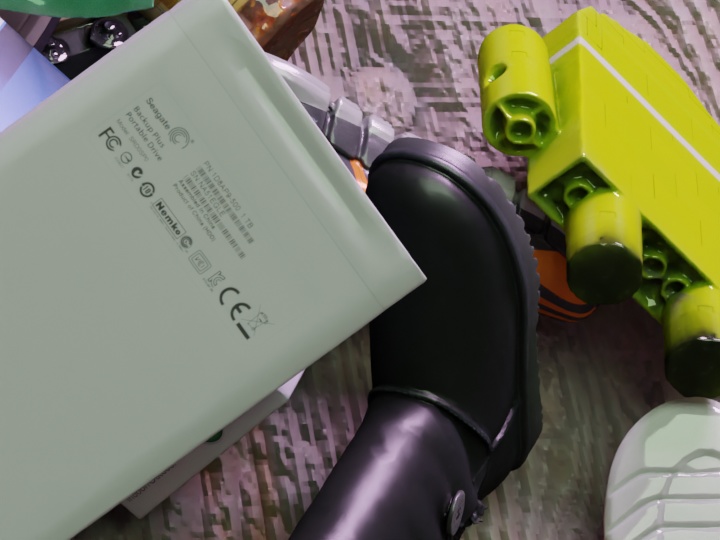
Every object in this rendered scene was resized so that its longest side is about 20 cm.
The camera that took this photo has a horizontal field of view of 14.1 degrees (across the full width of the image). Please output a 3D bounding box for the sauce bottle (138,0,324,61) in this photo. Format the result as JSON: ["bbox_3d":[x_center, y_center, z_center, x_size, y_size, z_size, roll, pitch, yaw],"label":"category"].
[{"bbox_3d":[-0.105,-0.161,1.256,0.200,0.066,0.066,41,57,8],"label":"sauce bottle"}]

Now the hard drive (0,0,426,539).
[{"bbox_3d":[-0.095,0.008,1.041,0.200,0.027,0.132,-36,101,1],"label":"hard drive"}]

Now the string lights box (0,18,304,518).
[{"bbox_3d":[-0.120,-0.008,1.103,0.200,0.103,0.059,41,39,-11],"label":"string lights box"}]

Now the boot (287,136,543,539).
[{"bbox_3d":[0.001,0.072,1.085,0.065,0.165,0.200,7,42,31],"label":"boot"}]

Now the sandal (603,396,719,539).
[{"bbox_3d":[0.147,0.152,1.170,0.082,0.050,0.203,-15,79,-10],"label":"sandal"}]

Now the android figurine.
[{"bbox_3d":[0.118,-0.035,1.224,0.182,0.041,0.200,41,26,-25],"label":"android figurine"}]

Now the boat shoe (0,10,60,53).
[{"bbox_3d":[-0.128,-0.124,1.178,0.072,0.063,0.200,16,73,31],"label":"boat shoe"}]

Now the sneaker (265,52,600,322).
[{"bbox_3d":[0.000,0.000,1.200,0.200,0.078,0.112,26,71,-10],"label":"sneaker"}]

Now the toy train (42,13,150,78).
[{"bbox_3d":[-0.180,-0.081,1.204,0.199,0.034,0.046,-17,57,-26],"label":"toy train"}]

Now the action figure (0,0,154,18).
[{"bbox_3d":[-0.169,-0.130,1.124,0.199,0.055,0.118,-7,57,13],"label":"action figure"}]
